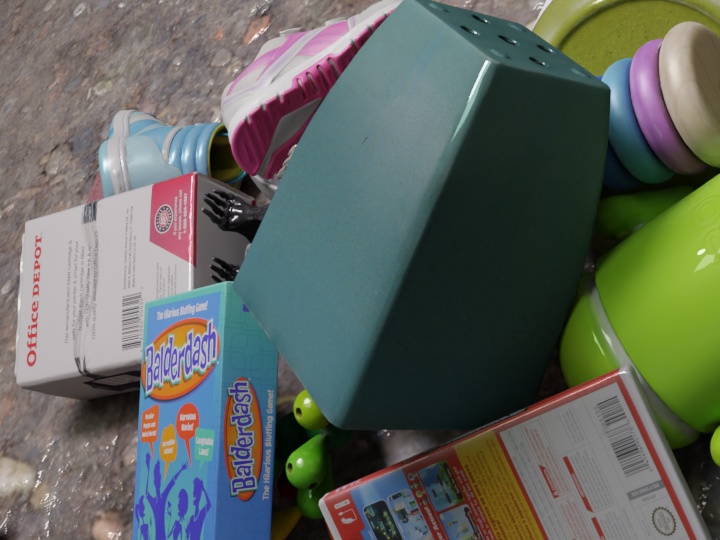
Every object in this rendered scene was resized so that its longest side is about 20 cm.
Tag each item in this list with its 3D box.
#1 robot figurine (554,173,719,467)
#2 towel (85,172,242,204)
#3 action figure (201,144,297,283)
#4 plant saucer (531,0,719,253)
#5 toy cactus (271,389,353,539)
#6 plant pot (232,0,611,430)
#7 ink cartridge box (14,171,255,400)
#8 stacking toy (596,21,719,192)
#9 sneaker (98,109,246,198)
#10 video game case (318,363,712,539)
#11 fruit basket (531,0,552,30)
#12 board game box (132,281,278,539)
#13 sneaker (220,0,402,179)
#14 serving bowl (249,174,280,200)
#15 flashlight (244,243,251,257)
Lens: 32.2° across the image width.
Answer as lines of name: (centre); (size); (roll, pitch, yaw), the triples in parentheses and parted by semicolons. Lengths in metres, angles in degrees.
robot figurine: (0.194, 0.022, 0.700); (0.199, 0.115, 0.177); (-38, 61, 26)
towel: (-0.191, -0.062, 1.188); (0.197, 0.023, 0.146); (-14, 47, 29)
action figure: (-0.023, -0.019, 0.857); (0.197, 0.101, 0.121); (-5, 80, 35)
plant saucer: (0.183, -0.098, 0.785); (0.197, 0.203, 0.031); (-14, 5, 31)
toy cactus: (-0.006, 0.094, 0.849); (0.201, 0.102, 0.166); (-51, 7, 32)
plant pot: (0.045, -0.035, 0.696); (0.141, 0.140, 0.202); (48, 123, 45)
ink cartridge box: (-0.186, 0.019, 1.032); (0.197, 0.084, 0.147); (-13, 70, 32)
stacking toy: (0.133, -0.074, 0.763); (0.198, 0.085, 0.086); (-22, 43, 39)
sneaker: (-0.164, -0.104, 1.142); (0.128, 0.081, 0.201); (-8, 22, -2)
video game case: (0.089, 0.156, 0.691); (0.198, 0.145, 0.017); (-26, -1, 20)
fruit basket: (0.196, -0.146, 0.821); (0.184, 0.093, 0.202); (33, 97, 25)
board game box: (-0.107, 0.116, 0.845); (0.151, 0.044, 0.204); (-14, 72, 60)
sneaker: (-0.029, -0.158, 0.964); (0.198, 0.082, 0.088); (-31, 44, -13)
serving bowl: (0.004, -0.104, 1.004); (0.197, 0.066, 0.202); (-11, 43, 10)
flashlight: (0.000, 0.000, 0.937); (0.198, 0.068, 0.068); (6, 51, 43)
